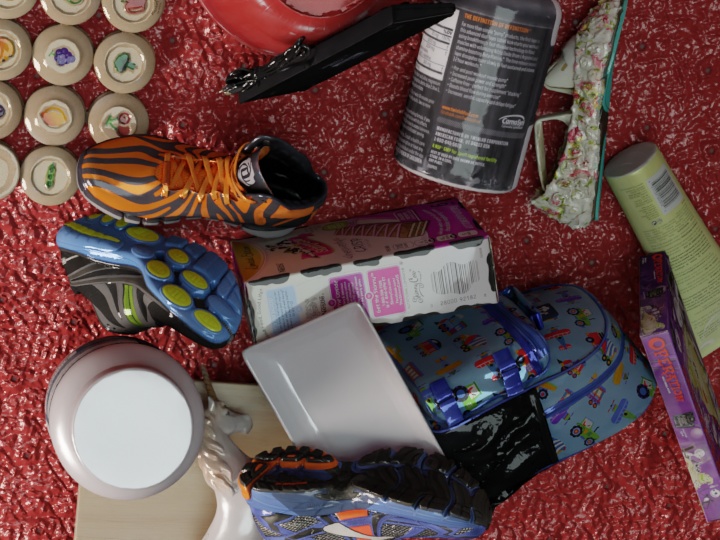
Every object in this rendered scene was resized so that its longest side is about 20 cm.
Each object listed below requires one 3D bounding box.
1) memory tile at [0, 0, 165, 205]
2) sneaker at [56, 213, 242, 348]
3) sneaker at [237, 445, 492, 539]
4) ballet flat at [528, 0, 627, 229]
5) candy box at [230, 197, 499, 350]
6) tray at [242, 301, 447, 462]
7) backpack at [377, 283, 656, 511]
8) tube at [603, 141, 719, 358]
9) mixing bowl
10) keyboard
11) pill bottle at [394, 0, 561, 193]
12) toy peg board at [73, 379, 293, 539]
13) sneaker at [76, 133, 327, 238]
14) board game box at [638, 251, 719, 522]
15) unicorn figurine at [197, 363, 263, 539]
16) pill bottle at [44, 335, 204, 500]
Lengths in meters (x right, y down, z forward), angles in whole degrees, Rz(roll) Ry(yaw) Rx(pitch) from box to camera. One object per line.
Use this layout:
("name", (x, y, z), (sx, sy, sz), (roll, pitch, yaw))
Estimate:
("memory tile", (-0.241, -0.148, 1.655), (0.152, 0.017, 0.201), (6, 106, -11))
("sneaker", (-0.165, 0.017, 1.645), (0.071, 0.199, 0.083), (-29, 129, -38))
("sneaker", (0.006, 0.186, 1.606), (0.199, 0.075, 0.079), (5, 123, 15))
("ballet flat", (0.177, -0.132, 1.699), (0.064, 0.076, 0.201), (8, 103, 5))
("candy box", (0.000, 0.000, 1.675), (0.199, 0.136, 0.061), (-12, 107, -6))
("tray", (-0.001, 0.123, 1.622), (0.107, 0.022, 0.201), (-23, 108, 17))
("backpack", (0.133, 0.083, 1.697), (0.199, 0.183, 0.135), (-25, 118, -4))
("tube", (0.273, -0.016, 1.763), (0.058, 0.052, 0.200), (-14, 119, 40))
("mixing bowl", (-0.037, -0.254, 1.608), (0.199, 0.108, 0.201), (-2, 106, -8))
("keyboard", (-0.030, -0.166, 1.581), (0.127, 0.200, 0.021), (-16, 86, -41))
("pill bottle", (0.100, -0.171, 1.654), (0.106, 0.106, 0.201), (11, 105, -12))
("toy peg board", (-0.141, 0.190, 1.747), (0.199, 0.098, 0.200), (5, 90, -11))
("sneaker", (-0.118, -0.079, 1.631), (0.199, 0.112, 0.078), (5, 76, -22))
("board game box", (0.274, 0.098, 1.739), (0.032, 0.120, 0.201), (-12, 122, 19))
("unicorn figurine", (-0.087, 0.193, 1.670), (0.137, 0.074, 0.201), (18, 86, -15))
("pill bottle", (-0.181, 0.114, 1.586), (0.119, 0.200, 0.120), (0, 92, -10))
